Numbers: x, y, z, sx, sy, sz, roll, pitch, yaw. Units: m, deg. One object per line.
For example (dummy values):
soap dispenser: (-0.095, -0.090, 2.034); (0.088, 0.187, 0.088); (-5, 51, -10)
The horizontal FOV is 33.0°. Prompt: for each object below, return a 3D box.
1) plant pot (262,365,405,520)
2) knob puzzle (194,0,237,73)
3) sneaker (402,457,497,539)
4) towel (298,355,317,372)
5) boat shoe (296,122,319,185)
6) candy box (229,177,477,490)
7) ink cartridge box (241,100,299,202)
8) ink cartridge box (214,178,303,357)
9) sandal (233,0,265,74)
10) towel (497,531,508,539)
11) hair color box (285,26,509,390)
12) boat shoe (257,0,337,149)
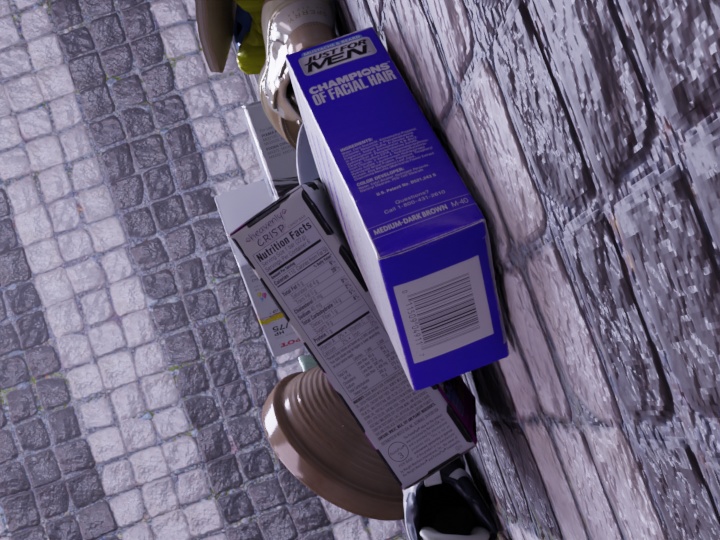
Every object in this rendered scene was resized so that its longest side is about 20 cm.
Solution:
plant pot: (0.006, 0.157, 1.274); (0.093, 0.201, 0.201); (-57, 32, 23)
knob puzzle: (-0.121, -0.261, 0.985); (0.220, 0.030, 0.220); (6, -90, -88)
sneaker: (0.082, 0.248, 1.060); (0.130, 0.079, 0.199); (-73, -25, -83)
towel: (0.017, 0.181, 1.382); (0.152, 0.023, 0.200); (20, -151, -31)
boat shoe: (0.004, -0.032, 0.959); (0.200, 0.070, 0.066); (63, 174, -2)
candy box: (0.001, 0.036, 0.824); (0.200, 0.061, 0.136); (57, -172, -2)
ink cartridge box: (-0.052, -0.084, 1.259); (0.145, 0.083, 0.200); (-150, 42, -84)
ink cartridge box: (-0.093, -0.013, 1.675); (0.200, 0.147, 0.146); (74, 174, -48)
sandal: (-0.072, -0.230, 1.007); (0.200, 0.079, 0.087); (104, 156, -70)
towel: (0.146, 0.315, 0.942); (0.144, 0.023, 0.200); (-138, 29, -83)
hair color box: (0.019, -0.042, 0.709); (0.200, 0.065, 0.109); (-116, 7, -45)
boat shoe: (-0.041, -0.144, 0.973); (0.200, 0.072, 0.065); (92, 162, -63)
